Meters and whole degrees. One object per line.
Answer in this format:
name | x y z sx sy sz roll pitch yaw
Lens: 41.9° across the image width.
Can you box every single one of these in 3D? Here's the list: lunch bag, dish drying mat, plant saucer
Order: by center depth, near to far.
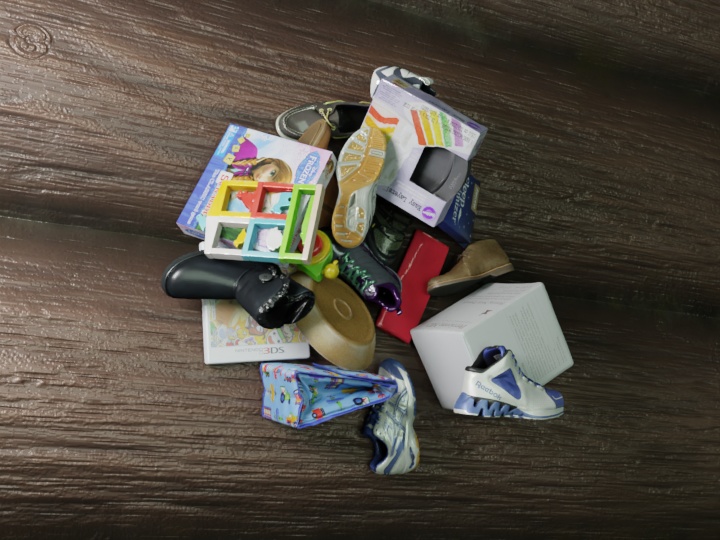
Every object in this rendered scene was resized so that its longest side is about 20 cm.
lunch bag | -0.045 0.196 1.541 0.199 0.150 0.095 -2 91 -28
plant saucer | -0.039 0.072 1.559 0.200 0.035 0.201 37 29 -24
dish drying mat | 0.094 0.029 1.708 0.077 0.018 0.201 31 72 -20

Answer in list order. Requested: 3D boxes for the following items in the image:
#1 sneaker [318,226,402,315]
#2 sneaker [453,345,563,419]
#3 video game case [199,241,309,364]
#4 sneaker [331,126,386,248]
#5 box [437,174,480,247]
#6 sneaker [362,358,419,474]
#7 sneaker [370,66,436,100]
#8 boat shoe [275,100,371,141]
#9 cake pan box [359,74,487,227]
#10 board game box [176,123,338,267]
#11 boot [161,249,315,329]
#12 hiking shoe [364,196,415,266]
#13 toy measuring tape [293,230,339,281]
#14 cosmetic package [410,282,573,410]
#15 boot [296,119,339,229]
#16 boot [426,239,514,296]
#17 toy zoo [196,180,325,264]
sneaker | 0.000 0.000 1.600 0.200 0.088 0.074 33 109 -24
sneaker | 0.248 0.181 1.538 0.199 0.080 0.116 5 89 -26
video game case | -0.175 0.051 1.569 0.181 0.023 0.201 -1 84 -27
sneaker | -0.006 -0.137 1.552 0.075 0.088 0.201 15 91 5
box | 0.171 -0.127 1.701 0.200 0.032 0.122 32 65 -55
sneaker | 0.046 0.254 1.623 0.088 0.075 0.201 -6 85 -26
sneaker | 0.085 -0.245 1.610 0.079 0.129 0.200 -17 115 -58
boat shoe | -0.049 -0.266 1.650 0.200 0.061 0.072 -9 88 -27
cake pan box | 0.090 -0.195 1.556 0.200 0.185 0.052 33 29 12
board game box | -0.166 -0.125 1.518 0.199 0.041 0.201 17 71 21
boot | -0.188 0.031 1.455 0.199 0.168 0.077 -9 119 -29
hiking shoe | 0.064 -0.106 1.663 0.075 0.101 0.201 19 75 -22
toy measuring tape | -0.108 -0.054 1.555 0.200 0.074 0.074 36 65 19
cosmetic package | 0.234 0.136 1.672 0.200 0.167 0.167 -28 102 -27
boot | -0.056 -0.144 1.621 0.154 0.074 0.201 22 93 -27
boot | 0.193 -0.004 1.738 0.199 0.074 0.076 -16 79 -35
toy zoo | -0.162 -0.077 1.459 0.199 0.020 0.132 5 67 15
